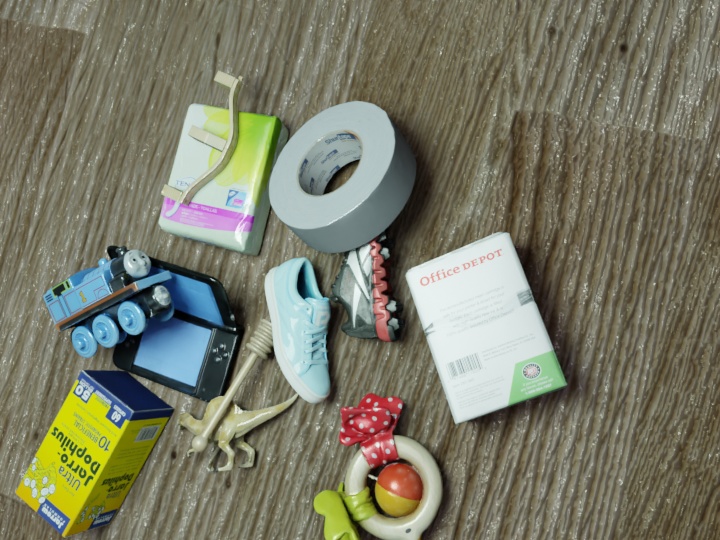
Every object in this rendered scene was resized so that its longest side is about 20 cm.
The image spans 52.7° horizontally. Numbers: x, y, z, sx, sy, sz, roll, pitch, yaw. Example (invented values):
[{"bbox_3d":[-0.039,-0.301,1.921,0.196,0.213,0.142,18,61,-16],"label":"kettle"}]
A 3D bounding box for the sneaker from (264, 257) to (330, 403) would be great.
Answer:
[{"bbox_3d":[-0.073,0.076,0.992,0.081,0.073,0.203,-30,73,38],"label":"sneaker"}]

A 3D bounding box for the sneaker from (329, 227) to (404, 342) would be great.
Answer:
[{"bbox_3d":[0.000,0.000,0.992,0.096,0.071,0.204,-9,81,14],"label":"sneaker"}]

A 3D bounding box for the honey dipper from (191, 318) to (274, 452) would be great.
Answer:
[{"bbox_3d":[-0.176,0.161,1.015,0.038,0.038,0.202,27,75,19],"label":"honey dipper"}]

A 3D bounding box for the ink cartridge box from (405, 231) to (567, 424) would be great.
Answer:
[{"bbox_3d":[0.159,0.074,0.925,0.144,0.084,0.203,-21,76,13],"label":"ink cartridge box"}]

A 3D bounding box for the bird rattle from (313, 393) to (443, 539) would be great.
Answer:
[{"bbox_3d":[0.030,0.270,0.951,0.161,0.113,0.203,21,75,7],"label":"bird rattle"}]

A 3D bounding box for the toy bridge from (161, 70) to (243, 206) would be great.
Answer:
[{"bbox_3d":[-0.212,-0.186,1.037,0.066,0.027,0.203,25,89,15],"label":"toy bridge"}]

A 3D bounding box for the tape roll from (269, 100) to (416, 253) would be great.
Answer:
[{"bbox_3d":[-0.026,-0.127,0.982,0.198,0.066,0.203,-18,54,26],"label":"tape roll"}]

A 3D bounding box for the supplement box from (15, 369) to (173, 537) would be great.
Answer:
[{"bbox_3d":[-0.383,0.260,1.054,0.108,0.109,0.202,30,92,19],"label":"supplement box"}]

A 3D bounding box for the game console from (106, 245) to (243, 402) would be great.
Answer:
[{"bbox_3d":[-0.283,0.080,1.046,0.197,0.116,0.179,16,87,19],"label":"game console"}]

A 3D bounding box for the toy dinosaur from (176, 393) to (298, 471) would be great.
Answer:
[{"bbox_3d":[-0.182,0.227,1.024,0.197,0.058,0.103,-11,78,15],"label":"toy dinosaur"}]

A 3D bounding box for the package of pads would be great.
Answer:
[{"bbox_3d":[-0.205,-0.138,1.079,0.152,0.068,0.204,13,85,17],"label":"package of pads"}]

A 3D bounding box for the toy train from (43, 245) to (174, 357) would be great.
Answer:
[{"bbox_3d":[-0.344,0.042,1.002,0.198,0.086,0.116,-24,93,31],"label":"toy train"}]
